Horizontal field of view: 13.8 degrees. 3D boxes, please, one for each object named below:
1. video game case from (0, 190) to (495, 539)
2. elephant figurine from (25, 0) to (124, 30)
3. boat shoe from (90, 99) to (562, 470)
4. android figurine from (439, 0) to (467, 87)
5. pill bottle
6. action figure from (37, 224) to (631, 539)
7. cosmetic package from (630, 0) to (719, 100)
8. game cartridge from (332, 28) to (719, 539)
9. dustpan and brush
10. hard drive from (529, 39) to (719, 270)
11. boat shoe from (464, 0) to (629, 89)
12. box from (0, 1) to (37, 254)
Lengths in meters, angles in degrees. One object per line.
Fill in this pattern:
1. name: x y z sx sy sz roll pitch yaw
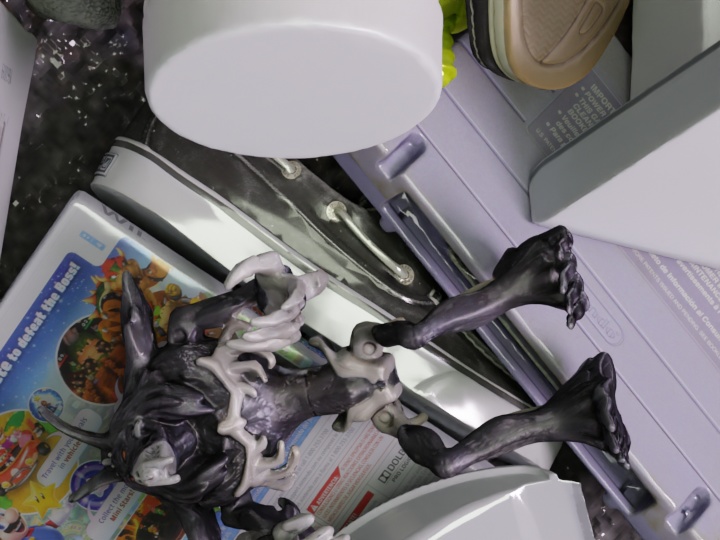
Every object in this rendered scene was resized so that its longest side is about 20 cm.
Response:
1. video game case: -0.059 0.084 1.080 0.200 0.018 0.143 34 102 -9
2. elephant figurine: -0.150 -0.194 1.009 0.200 0.155 0.142 30 89 10
3. boat shoe: 0.000 0.000 1.086 0.200 0.071 0.064 36 81 -10
4. android figurine: -0.002 -0.158 1.074 0.182 0.041 0.200 -2 69 -11
5. pill bottle: -0.025 -0.146 0.981 0.114 0.114 0.200 2 67 -11
6. action figure: -0.017 0.046 1.006 0.200 0.102 0.119 -15 96 8
7. cosmetic package: 0.158 -0.142 1.099 0.101 0.074 0.200 7 80 -16
8. game cartridge: 0.091 -0.004 1.095 0.200 0.038 0.130 51 47 -6
9. dustpan and brush: -0.008 0.150 1.068 0.200 0.057 0.140 -17 109 -3
10. hard drive: 0.179 -0.030 1.062 0.200 0.132 0.027 12 62 -30
11. boat shoe: 0.058 -0.163 1.025 0.072 0.066 0.201 3 92 -46
12. box: -0.220 -0.052 0.988 0.200 0.152 0.107 9 87 0
